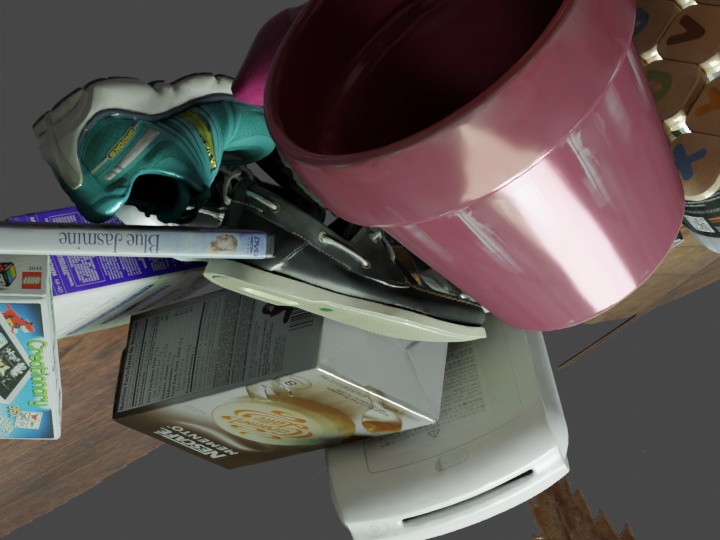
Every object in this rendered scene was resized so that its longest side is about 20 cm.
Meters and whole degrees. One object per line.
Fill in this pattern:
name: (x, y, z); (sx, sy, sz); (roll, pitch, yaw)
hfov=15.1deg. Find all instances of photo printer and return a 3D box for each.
photo printer: (0.054, 0.100, 1.827); (0.165, 0.070, 0.200); (-21, -148, 6)

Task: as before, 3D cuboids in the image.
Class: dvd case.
dvd case: (-0.167, -0.018, 1.534); (0.199, 0.018, 0.142); (1, -178, -28)

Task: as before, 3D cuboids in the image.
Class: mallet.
mallet: (-0.022, -0.069, 1.794); (0.041, 0.066, 0.200); (-49, 168, 8)

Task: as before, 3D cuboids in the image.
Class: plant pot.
plant pot: (0.076, -0.072, 1.434); (0.199, 0.201, 0.179); (-25, 126, 20)

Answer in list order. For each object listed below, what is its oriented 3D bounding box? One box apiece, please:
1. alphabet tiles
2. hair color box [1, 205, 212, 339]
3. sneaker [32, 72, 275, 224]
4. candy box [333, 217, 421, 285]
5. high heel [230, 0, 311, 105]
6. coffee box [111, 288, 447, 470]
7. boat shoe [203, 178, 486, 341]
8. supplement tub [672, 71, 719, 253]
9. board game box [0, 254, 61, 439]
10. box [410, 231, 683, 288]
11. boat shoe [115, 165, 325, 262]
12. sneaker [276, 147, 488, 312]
alphabet tiles: (0.158, -0.104, 1.554); (0.195, 0.015, 0.201); (16, -111, 52)
hair color box: (-0.182, 0.000, 1.775); (0.109, 0.065, 0.199); (-30, 168, 38)
sneaker: (-0.113, -0.063, 1.559); (0.077, 0.080, 0.200); (-31, 170, 32)
candy box: (0.045, -0.022, 1.894); (0.115, 0.056, 0.200); (0, -153, 21)
high heel: (-0.001, -0.116, 1.586); (0.096, 0.068, 0.200); (-37, 153, 14)
coffee box: (-0.053, 0.064, 1.775); (0.114, 0.080, 0.199); (27, 151, -37)
boat shoe: (0.000, 0.000, 1.647); (0.199, 0.068, 0.072); (19, 167, -32)
supplement tub: (0.217, -0.109, 1.728); (0.122, 0.123, 0.200); (-28, 132, 21)
board game box: (-0.250, 0.048, 1.666); (0.125, 0.035, 0.200); (1, 152, -4)
box: (0.115, -0.047, 1.812); (0.199, 0.111, 0.035); (-13, 167, -34)
boat shoe: (-0.090, -0.043, 1.725); (0.068, 0.074, 0.199); (-50, 143, 14)
sneaker: (0.044, -0.080, 1.689); (0.130, 0.199, 0.079); (-60, -163, -21)
